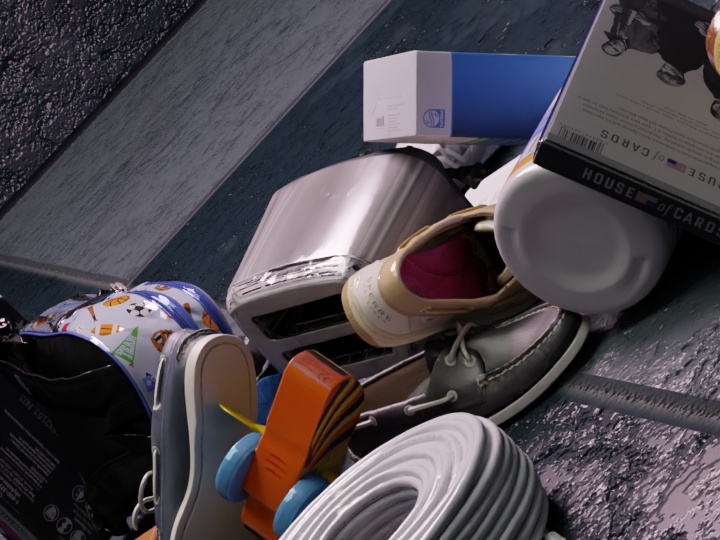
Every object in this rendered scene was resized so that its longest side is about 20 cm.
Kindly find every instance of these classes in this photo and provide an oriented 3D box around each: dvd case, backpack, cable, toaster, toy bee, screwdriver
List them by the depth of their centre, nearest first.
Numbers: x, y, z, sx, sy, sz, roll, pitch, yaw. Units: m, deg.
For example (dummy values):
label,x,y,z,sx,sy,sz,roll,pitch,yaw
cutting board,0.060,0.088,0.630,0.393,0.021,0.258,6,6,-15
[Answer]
label,x,y,z,sx,sy,sz,roll,pitch,yaw
cable,0.016,0.167,1.342,0.200,0.069,0.200,-39,16,8
dvd case,0.198,-0.098,1.442,0.200,0.149,0.025,-63,-5,-48
toy bee,-0.049,0.136,1.535,0.200,0.131,0.109,-44,-15,25
toaster,0.000,0.000,1.652,0.199,0.114,0.130,-14,36,43
screwdriver,-0.078,0.049,1.774,0.029,0.028,0.200,-38,8,9
backpack,-0.164,0.098,1.823,0.154,0.201,0.190,-36,15,-20

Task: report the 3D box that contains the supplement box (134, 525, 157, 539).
label,x,y,z,sx,sy,sz,roll,pitch,yaw
supplement box,-0.155,0.258,1.573,0.069,0.067,0.200,-34,19,25

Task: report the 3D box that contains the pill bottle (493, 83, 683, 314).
label,x,y,z,sx,sy,sz,roll,pitch,yaw
pill bottle,0.165,-0.071,1.504,0.112,0.112,0.200,-32,16,39

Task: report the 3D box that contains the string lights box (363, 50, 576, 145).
label,x,y,z,sx,sy,sz,roll,pitch,yaw
string lights box,0.111,-0.116,1.634,0.103,0.199,0.059,-178,88,-69

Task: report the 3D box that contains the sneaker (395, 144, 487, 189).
label,x,y,z,sx,sy,sz,roll,pitch,yaw
sneaker,0.063,-0.072,1.866,0.201,0.074,0.115,-57,19,-8

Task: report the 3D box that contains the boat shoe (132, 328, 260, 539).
label,x,y,z,sx,sy,sz,roll,pitch,yaw
boat shoe,-0.111,0.139,1.582,0.075,0.202,0.062,-7,9,-39

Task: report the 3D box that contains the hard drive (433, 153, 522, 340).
label,x,y,z,sx,sy,sz,roll,pitch,yaw
hard drive,0.100,-0.021,1.708,0.132,0.027,0.200,-33,19,37

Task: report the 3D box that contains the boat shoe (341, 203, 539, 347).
label,x,y,z,sx,sy,sz,roll,pitch,yaw
boat shoe,0.082,-0.006,1.536,0.199,0.074,0.069,-25,-7,-36

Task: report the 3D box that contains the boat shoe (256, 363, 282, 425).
label,x,y,z,sx,sy,sz,roll,pitch,yaw
boat shoe,-0.056,0.116,1.698,0.069,0.084,0.200,-48,-2,16

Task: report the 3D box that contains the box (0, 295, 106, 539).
label,x,y,z,sx,sy,sz,roll,pitch,yaw
box,-0.283,0.137,1.960,0.132,0.200,0.115,-49,14,-18

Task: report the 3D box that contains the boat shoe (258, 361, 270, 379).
label,x,y,z,sx,sy,sz,roll,pitch,yaw
boat shoe,-0.009,0.027,1.796,0.200,0.073,0.062,-41,23,28

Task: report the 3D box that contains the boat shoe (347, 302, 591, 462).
label,x,y,z,sx,sy,sz,roll,pitch,yaw
boat shoe,0.060,0.068,1.518,0.200,0.060,0.074,-33,18,37

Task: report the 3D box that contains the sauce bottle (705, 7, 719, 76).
label,x,y,z,sx,sy,sz,roll,pitch,yaw
sauce bottle,0.263,-0.099,1.364,0.066,0.066,0.200,-42,32,9
